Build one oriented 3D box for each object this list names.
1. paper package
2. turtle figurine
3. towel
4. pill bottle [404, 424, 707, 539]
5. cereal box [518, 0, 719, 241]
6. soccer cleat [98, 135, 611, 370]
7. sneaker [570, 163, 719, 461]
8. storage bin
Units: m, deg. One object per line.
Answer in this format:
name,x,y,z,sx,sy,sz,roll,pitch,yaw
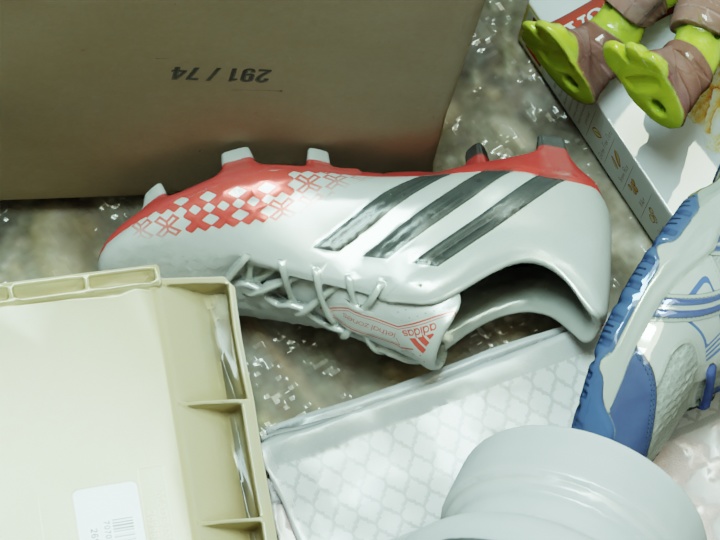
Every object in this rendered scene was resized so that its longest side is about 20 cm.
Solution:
paper package,-0.060,-0.109,1.004,0.199,0.191,0.104,-3,66,-9
turtle figurine,0.139,-0.132,1.062,0.200,0.064,0.161,30,69,38
towel,0.077,0.117,1.014,0.199,0.032,0.191,-19,72,-12
pill bottle,0.044,0.154,0.898,0.116,0.116,0.200,25,51,4
cereal box,0.176,-0.056,1.090,0.144,0.040,0.200,-28,74,-15
soccer cleat,0.000,0.000,1.027,0.199,0.069,0.085,-5,59,-6
sneaker,0.154,0.005,1.004,0.088,0.075,0.200,32,73,10
storage bin,-0.131,0.113,0.961,0.198,0.094,0.201,-7,69,-10
